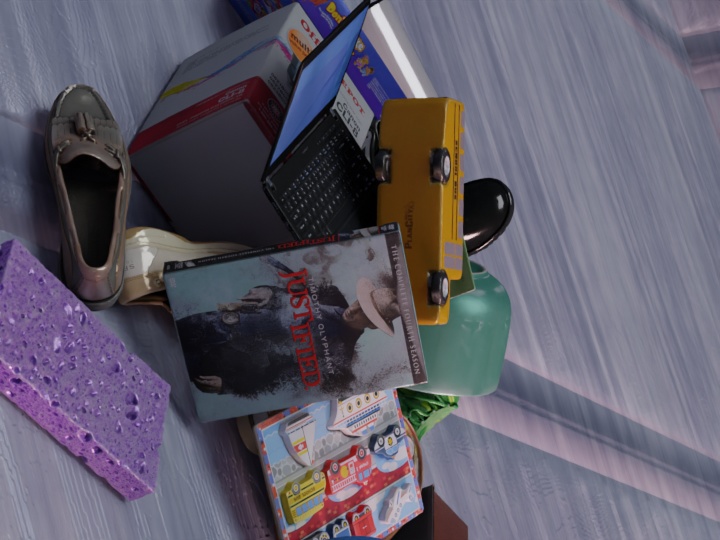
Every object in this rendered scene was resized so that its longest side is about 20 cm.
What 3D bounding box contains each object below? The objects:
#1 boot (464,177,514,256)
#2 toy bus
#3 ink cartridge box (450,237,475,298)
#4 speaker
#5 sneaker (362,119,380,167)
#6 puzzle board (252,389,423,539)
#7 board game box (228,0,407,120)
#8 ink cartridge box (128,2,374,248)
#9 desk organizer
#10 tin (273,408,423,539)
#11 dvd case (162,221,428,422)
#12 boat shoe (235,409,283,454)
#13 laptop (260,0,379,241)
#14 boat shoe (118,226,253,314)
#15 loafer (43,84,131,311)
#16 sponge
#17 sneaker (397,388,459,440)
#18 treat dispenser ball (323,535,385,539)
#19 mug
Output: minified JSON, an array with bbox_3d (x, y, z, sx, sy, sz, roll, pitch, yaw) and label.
[{"bbox_3d":[0.048,-0.044,1.844,0.162,0.197,0.074,16,52,-66],"label":"boot"},{"bbox_3d":[0.053,-0.052,1.603,0.078,0.065,0.201,5,86,-70],"label":"toy bus"},{"bbox_3d":[0.000,0.000,1.695,0.059,0.199,0.104,28,45,-55],"label":"ink cartridge box"},{"bbox_3d":[0.040,-0.215,2.093,0.201,0.081,0.081,62,26,-10],"label":"speaker"},{"bbox_3d":[-0.030,-0.155,1.860,0.076,0.115,0.201,-17,82,-64],"label":"sneaker"},{"bbox_3d":[-0.014,0.178,1.597,0.200,0.017,0.152,-24,105,-52],"label":"puzzle board"},{"bbox_3d":[-0.047,-0.234,1.875,0.045,0.134,0.200,-46,117,-21],"label":"board game box"},{"bbox_3d":[-0.098,-0.125,1.670,0.146,0.144,0.200,55,29,-23],"label":"ink cartridge box"},{"bbox_3d":[0.057,0.313,1.705,0.077,0.071,0.201,48,31,-39],"label":"desk organizer"},{"bbox_3d":[-0.010,0.204,1.640,0.200,0.042,0.113,-40,120,-47],"label":"tin"},{"bbox_3d":[-0.053,0.045,1.497,0.022,0.199,0.147,-96,176,-65],"label":"dvd case"},{"bbox_3d":[-0.040,0.121,1.672,0.075,0.068,0.200,66,25,-3],"label":"boat shoe"},{"bbox_3d":[-0.004,-0.104,1.551,0.201,0.103,0.177,57,31,-13],"label":"laptop"},{"bbox_3d":[-0.146,0.014,1.558,0.199,0.074,0.070,10,63,-50],"label":"boat shoe"},{"bbox_3d":[-0.217,-0.069,1.459,0.063,0.071,0.201,117,-31,-62],"label":"loafer"},{"bbox_3d":[-0.223,0.079,1.393,0.200,0.030,0.112,49,31,-35],"label":"sponge"},{"bbox_3d":[0.053,0.132,1.829,0.074,0.083,0.200,56,28,-22],"label":"sneaker"},{"bbox_3d":[-0.004,0.313,1.432,0.201,0.200,0.202,44,34,-40],"label":"treat dispenser ball"},{"bbox_3d":[0.059,0.041,1.776,0.152,0.184,0.115,-9,113,-57],"label":"mug"}]
